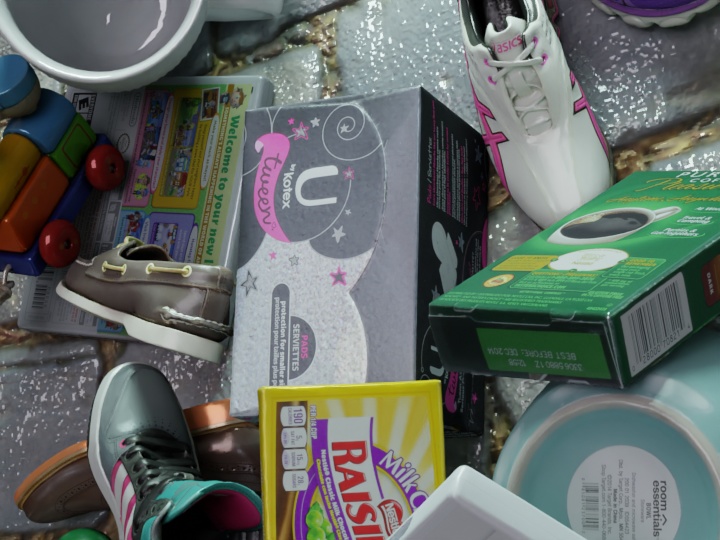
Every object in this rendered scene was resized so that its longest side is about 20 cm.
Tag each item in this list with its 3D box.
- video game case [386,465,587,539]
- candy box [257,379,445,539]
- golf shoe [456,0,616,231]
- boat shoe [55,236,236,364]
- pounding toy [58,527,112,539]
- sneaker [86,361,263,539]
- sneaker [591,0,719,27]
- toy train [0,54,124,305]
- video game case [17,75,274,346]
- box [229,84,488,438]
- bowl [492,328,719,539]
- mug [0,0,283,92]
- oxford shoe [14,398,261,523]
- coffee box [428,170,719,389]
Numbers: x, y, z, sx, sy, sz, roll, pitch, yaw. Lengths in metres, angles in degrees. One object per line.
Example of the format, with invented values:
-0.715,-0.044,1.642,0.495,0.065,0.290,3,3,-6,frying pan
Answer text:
0.089,0.193,0.669,0.200,0.024,0.182,32,136,-3,video game case
-0.002,0.161,0.755,0.102,0.026,0.201,-2,83,-10,candy box
0.099,-0.114,0.871,0.072,0.092,0.201,-24,68,18,golf shoe
-0.142,0.012,0.922,0.200,0.072,0.060,16,88,57,boat shoe
-0.214,0.241,0.908,0.183,0.142,0.201,-4,74,26,pounding toy
-0.108,0.133,0.824,0.121,0.083,0.201,-39,56,48,sneaker
0.144,-0.216,0.879,0.200,0.083,0.081,26,89,29,sneaker
-0.256,-0.044,0.966,0.084,0.116,0.200,6,56,31,toy train
-0.160,-0.046,1.027,0.181,0.022,0.201,3,77,28,video game case
0.000,0.000,0.877,0.132,0.115,0.201,-5,74,26,box
0.145,0.124,0.706,0.200,0.105,0.202,-4,81,29,bowl
-0.154,-0.197,0.982,0.199,0.175,0.148,2,92,-6,mug
-0.148,0.147,0.942,0.199,0.071,0.073,-21,72,21,oxford shoe
0.146,-0.001,0.750,0.123,0.200,0.044,2,115,46,coffee box
